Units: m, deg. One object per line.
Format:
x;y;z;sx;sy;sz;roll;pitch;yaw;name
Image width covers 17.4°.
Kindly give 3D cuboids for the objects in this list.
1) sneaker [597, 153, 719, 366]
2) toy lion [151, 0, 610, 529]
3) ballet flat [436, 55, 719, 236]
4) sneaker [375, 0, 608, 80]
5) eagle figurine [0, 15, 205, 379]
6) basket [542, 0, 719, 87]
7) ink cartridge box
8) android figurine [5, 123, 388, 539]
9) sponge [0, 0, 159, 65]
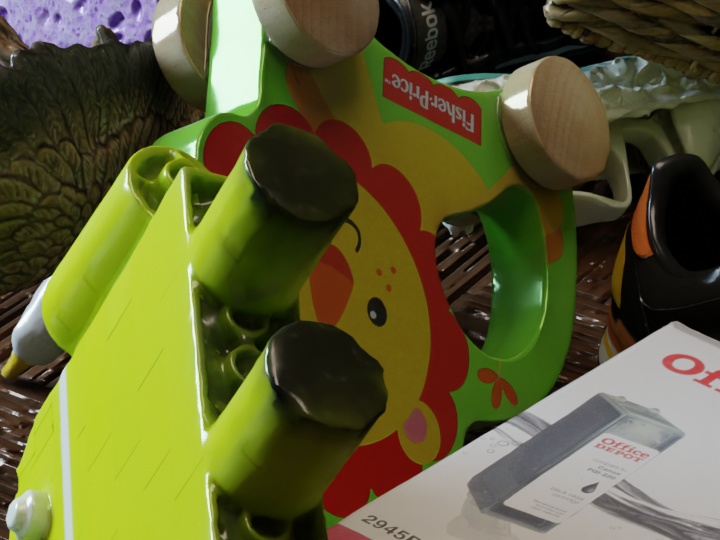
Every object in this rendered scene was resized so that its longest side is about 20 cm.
0.144;0.032;0.763;0.070;0.091;0.200;-14;33;-25;sneaker
0.000;0.000;0.769;0.068;0.193;0.199;-18;-28;40;toy lion
0.102;-0.050;0.951;0.199;0.072;0.072;-12;31;-28;ballet flat
0.053;-0.117;1.052;0.199;0.071;0.098;1;28;3;sneaker
-0.077;-0.008;0.801;0.150;0.152;0.200;9;17;-6;eagle figurine
0.185;-0.160;0.929;0.199;0.143;0.150;18;47;-8;basket
0.080;0.106;0.637;0.145;0.085;0.199;25;35;36;ink cartridge box
-0.055;0.060;0.606;0.041;0.200;0.183;13;48;-25;android figurine
-0.102;-0.102;0.975;0.199;0.112;0.030;20;33;32;sponge
